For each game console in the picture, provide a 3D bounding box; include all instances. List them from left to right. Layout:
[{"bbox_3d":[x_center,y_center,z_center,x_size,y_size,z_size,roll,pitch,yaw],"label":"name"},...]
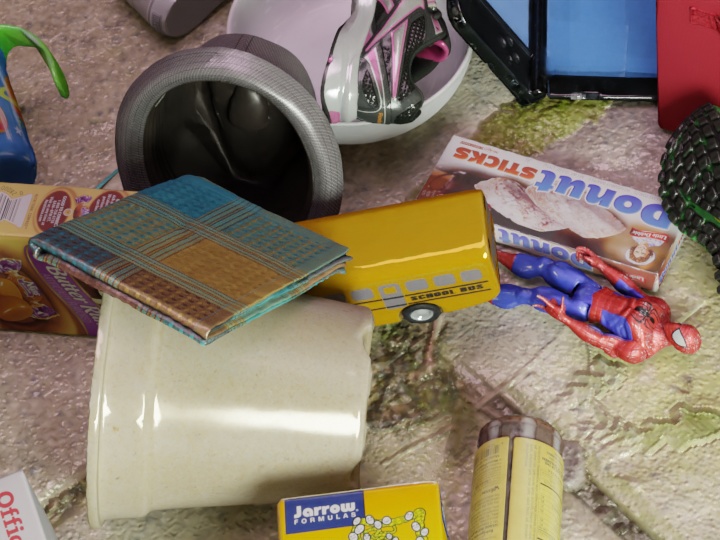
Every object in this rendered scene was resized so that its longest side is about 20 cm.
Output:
[{"bbox_3d":[0.161,-0.241,1.705,0.116,0.176,0.201,-21,46,29],"label":"game console"}]

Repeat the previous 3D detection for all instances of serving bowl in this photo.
[{"bbox_3d":[-0.007,-0.174,1.701,0.198,0.066,0.202,-1,55,1],"label":"serving bowl"}]

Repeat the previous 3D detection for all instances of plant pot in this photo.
[{"bbox_3d":[-0.085,0.083,1.458,0.181,0.201,0.202,5,53,-1],"label":"plant pot"}]

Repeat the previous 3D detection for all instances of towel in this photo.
[{"bbox_3d":[-0.110,-0.010,1.416,0.146,0.022,0.200,26,25,18],"label":"towel"}]

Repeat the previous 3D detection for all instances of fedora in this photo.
[{"bbox_3d":[-0.090,-0.097,1.591,0.175,0.201,0.091,5,40,14],"label":"fedora"}]

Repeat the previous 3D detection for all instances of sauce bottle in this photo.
[{"bbox_3d":[0.099,0.195,1.410,0.064,0.065,0.201,2,53,10],"label":"sauce bottle"}]

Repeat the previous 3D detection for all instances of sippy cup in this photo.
[{"bbox_3d":[-0.321,-0.107,1.671,0.139,0.178,0.131,2,48,-49],"label":"sippy cup"}]

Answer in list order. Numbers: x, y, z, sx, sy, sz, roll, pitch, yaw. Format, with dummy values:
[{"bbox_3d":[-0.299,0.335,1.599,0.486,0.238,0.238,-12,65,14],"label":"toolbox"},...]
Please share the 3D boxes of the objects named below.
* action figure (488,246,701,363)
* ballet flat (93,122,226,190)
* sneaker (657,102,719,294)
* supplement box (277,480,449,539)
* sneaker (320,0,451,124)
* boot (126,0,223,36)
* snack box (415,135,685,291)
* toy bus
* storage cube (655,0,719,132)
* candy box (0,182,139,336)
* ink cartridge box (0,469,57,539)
[{"bbox_3d":[0.156,0.019,1.548,0.199,0.052,0.066,23,54,21],"label":"action figure"},{"bbox_3d":[-0.143,-0.082,1.664,0.069,0.070,0.200,28,65,27],"label":"ballet flat"},{"bbox_3d":[0.283,-0.034,1.552,0.085,0.078,0.201,7,52,-40],"label":"sneaker"},{"bbox_3d":[0.010,0.251,1.350,0.108,0.109,0.201,-7,52,3],"label":"supplement box"},{"bbox_3d":[0.031,-0.190,1.634,0.085,0.080,0.202,13,67,4],"label":"sneaker"},{"bbox_3d":[-0.125,-0.289,1.805,0.200,0.074,0.095,-40,64,-19],"label":"boot"},{"bbox_3d":[0.145,-0.045,1.609,0.198,0.024,0.072,18,56,21],"label":"snack box"},{"bbox_3d":[0.000,0.000,1.537,0.198,0.078,0.066,-10,60,9],"label":"toy bus"},{"bbox_3d":[0.331,-0.195,1.598,0.170,0.181,0.201,22,60,23],"label":"storage cube"},{"bbox_3d":[-0.196,-0.005,1.573,0.198,0.117,0.057,3,52,11],"label":"candy box"},{"bbox_3d":[-0.289,0.242,1.419,0.198,0.085,0.145,-21,53,-8],"label":"ink cartridge box"}]
